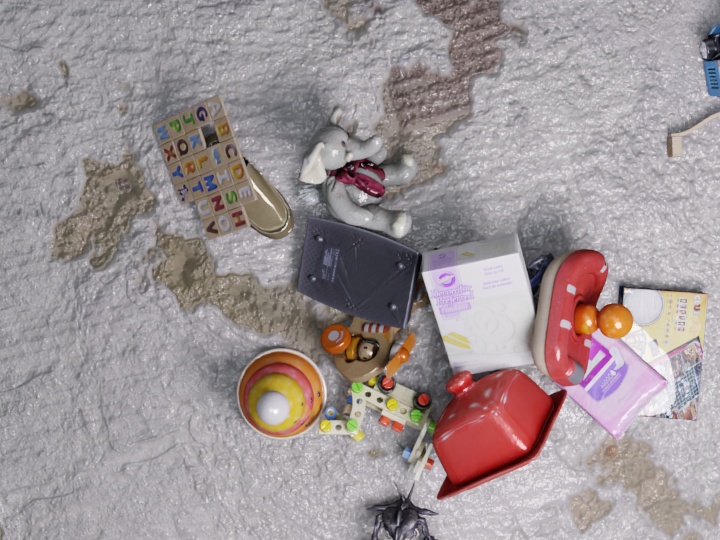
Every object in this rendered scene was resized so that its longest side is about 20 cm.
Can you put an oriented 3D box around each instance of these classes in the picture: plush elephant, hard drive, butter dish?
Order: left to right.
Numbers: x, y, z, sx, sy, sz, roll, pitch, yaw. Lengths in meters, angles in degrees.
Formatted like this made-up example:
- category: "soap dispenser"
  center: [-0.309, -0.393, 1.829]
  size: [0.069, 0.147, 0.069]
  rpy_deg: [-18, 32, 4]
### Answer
- category: "plush elephant"
  center: [-0.015, -0.159, 1.675]
  size: [0.198, 0.155, 0.165]
  rpy_deg: [4, 49, 16]
- category: "hard drive"
  center: [0.000, 0.000, 1.703]
  size: [0.199, 0.042, 0.136]
  rpy_deg: [18, 108, 28]
- category: "butter dish"
  center: [0.182, 0.215, 1.648]
  size: [0.199, 0.200, 0.148]
  rpy_deg: [-31, 98, 34]

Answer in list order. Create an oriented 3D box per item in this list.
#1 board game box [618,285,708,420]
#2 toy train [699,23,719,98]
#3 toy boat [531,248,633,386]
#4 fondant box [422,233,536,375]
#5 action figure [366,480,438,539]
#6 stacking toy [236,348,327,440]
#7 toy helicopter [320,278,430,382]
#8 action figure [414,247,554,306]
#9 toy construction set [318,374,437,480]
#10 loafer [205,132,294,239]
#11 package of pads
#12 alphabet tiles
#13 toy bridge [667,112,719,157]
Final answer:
- category: "board game box"
  center: [0.469, 0.130, 1.750]
  size: [0.134, 0.035, 0.202]
  rpy_deg: [5, 93, 1]
- category: "toy train"
  center: [0.620, -0.334, 1.699]
  size: [0.198, 0.087, 0.115]
  rpy_deg: [-13, 102, 0]
- category: "toy boat"
  center: [0.332, 0.069, 1.612]
  size: [0.130, 0.130, 0.202]
  rpy_deg: [2, 74, 31]
- category: "fondant box"
  center: [0.183, 0.054, 1.638]
  size: [0.143, 0.058, 0.201]
  rpy_deg: [-12, 121, 13]
- category: "action figure"
  center: [0.062, 0.438, 1.748]
  size: [0.118, 0.102, 0.201]
  rpy_deg: [4, 67, 9]
- category: "stacking toy"
  center: [-0.128, 0.202, 1.684]
  size: [0.145, 0.200, 0.147]
  rpy_deg: [0, 94, 2]
- category: "toy helicopter"
  center: [0.044, 0.094, 1.723]
  size: [0.200, 0.079, 0.132]
  rpy_deg: [-46, 49, -13]
- category: "action figure"
  center: [0.208, 0.019, 1.705]
  size: [0.192, 0.105, 0.200]
  rpy_deg: [24, 120, -23]
- category: "toy construction set"
  center: [0.041, 0.240, 1.737]
  size: [0.199, 0.092, 0.132]
  rpy_deg: [30, 69, -8]
- category: "loafer"
  center: [-0.182, -0.129, 1.732]
  size: [0.076, 0.067, 0.200]
  rpy_deg: [-43, 91, 4]
- category: "package of pads"
  center: [0.361, 0.150, 1.706]
  size: [0.200, 0.076, 0.121]
  rpy_deg: [44, 94, 19]
- category: "alphabet tiles"
  center: [-0.236, -0.152, 1.710]
  size: [0.166, 0.008, 0.201]
  rpy_deg: [-15, 96, 42]
- category: "toy bridge"
  center: [0.580, -0.215, 1.732]
  size: [0.198, 0.027, 0.068]
  rpy_deg: [-3, 92, 1]
